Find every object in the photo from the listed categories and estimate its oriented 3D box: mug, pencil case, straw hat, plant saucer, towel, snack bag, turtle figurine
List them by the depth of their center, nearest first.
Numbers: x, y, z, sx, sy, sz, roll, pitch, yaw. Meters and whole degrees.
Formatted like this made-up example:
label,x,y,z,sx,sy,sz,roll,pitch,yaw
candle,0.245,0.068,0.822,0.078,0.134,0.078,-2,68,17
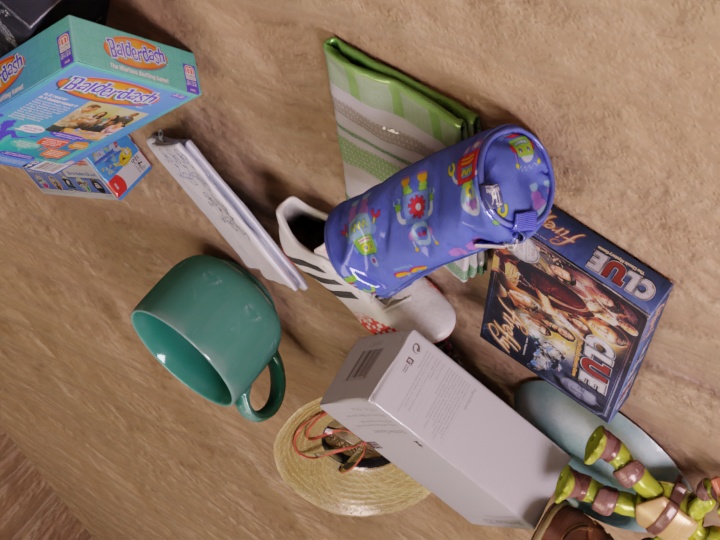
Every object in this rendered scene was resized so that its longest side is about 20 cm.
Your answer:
label,x,y,z,sx,sy,sz,roll,pitch,yaw
pencil case,0.057,-0.038,1.077,0.078,0.088,0.199,4,163,-38
towel,0.034,-0.083,1.163,0.149,0.031,0.201,30,154,25
turtle figurine,0.256,0.196,1.237,0.161,0.065,0.200,32,136,-1
plant saucer,0.213,0.184,1.342,0.200,0.039,0.202,35,157,18
snack bag,-0.141,-0.061,1.442,0.189,0.021,0.200,51,170,-19
straw hat,0.002,0.170,1.590,0.085,0.200,0.202,-100,-17,-52
mug,-0.158,0.068,1.633,0.151,0.115,0.186,25,153,34

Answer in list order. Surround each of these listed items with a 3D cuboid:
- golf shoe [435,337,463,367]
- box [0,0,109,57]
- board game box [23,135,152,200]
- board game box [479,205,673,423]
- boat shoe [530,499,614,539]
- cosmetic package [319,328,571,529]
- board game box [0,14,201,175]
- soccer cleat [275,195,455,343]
label,x,y,z,sx,sy,sz,roll,pitch,yaw
golf shoe,0.087,0.130,1.420,0.201,0.072,0.092,58,167,-18
box,-0.332,-0.270,1.306,0.196,0.118,0.200,41,156,1
board game box,-0.345,-0.170,1.584,0.199,0.056,0.196,9,140,53
board game box,0.165,0.033,1.154,0.135,0.035,0.201,34,156,17
boat shoe,0.198,0.254,1.319,0.067,0.072,0.200,26,179,24
cosmetic package,0.075,0.143,1.302,0.200,0.081,0.113,40,158,-16
board game box,-0.263,-0.149,1.286,0.199,0.045,0.152,-22,162,32
soccer cleat,0.000,0.000,1.320,0.199,0.069,0.085,36,165,27
